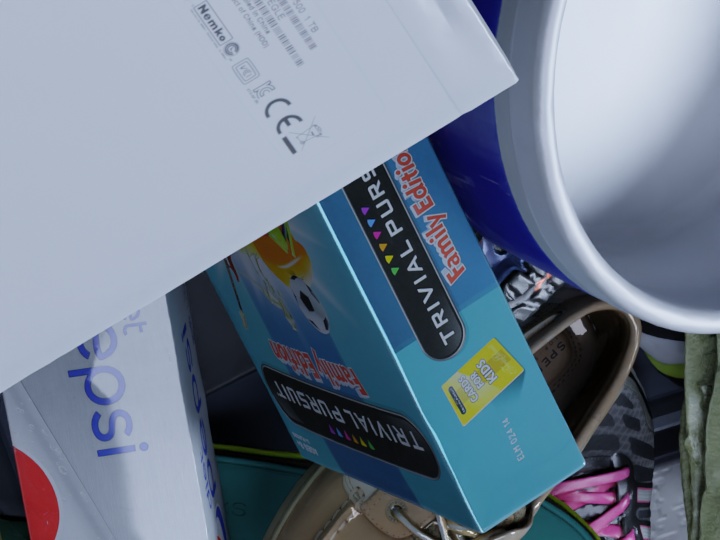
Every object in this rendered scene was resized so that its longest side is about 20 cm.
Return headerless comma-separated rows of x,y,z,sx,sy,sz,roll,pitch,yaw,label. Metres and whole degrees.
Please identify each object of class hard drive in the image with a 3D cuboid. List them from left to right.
-0.072,-0.049,0.777,0.200,0.027,0.132,-31,130,6,hard drive

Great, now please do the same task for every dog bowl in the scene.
0.112,-0.085,0.937,0.200,0.079,0.201,-15,116,-33,dog bowl

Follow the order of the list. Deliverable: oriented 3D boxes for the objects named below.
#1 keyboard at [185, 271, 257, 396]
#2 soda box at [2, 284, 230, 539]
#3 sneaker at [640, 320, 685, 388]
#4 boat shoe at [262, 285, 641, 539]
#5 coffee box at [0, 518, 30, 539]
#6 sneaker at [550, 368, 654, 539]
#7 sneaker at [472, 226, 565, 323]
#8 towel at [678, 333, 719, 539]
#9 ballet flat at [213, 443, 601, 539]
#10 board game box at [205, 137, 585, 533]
0.000,0.000,1.092,0.199,0.021,0.127,-27,122,5,keyboard
-0.089,0.075,1.042,0.068,0.063,0.201,-8,105,3,soda box
0.177,-0.027,1.091,0.200,0.072,0.083,-38,125,12,sneaker
0.029,0.081,1.047,0.071,0.064,0.200,43,73,-18,boat shoe
-0.146,0.192,1.172,0.123,0.044,0.200,9,122,-23,coffee box
0.095,0.117,1.160,0.073,0.088,0.201,-11,128,-9,sneaker
0.076,-0.064,1.021,0.200,0.078,0.075,-39,127,-20,sneaker
0.212,0.069,1.047,0.199,0.036,0.149,7,108,26,towel
-0.001,0.104,1.122,0.199,0.067,0.067,10,167,-2,ballet flat
-0.017,-0.019,0.947,0.047,0.151,0.201,-32,107,-17,board game box
